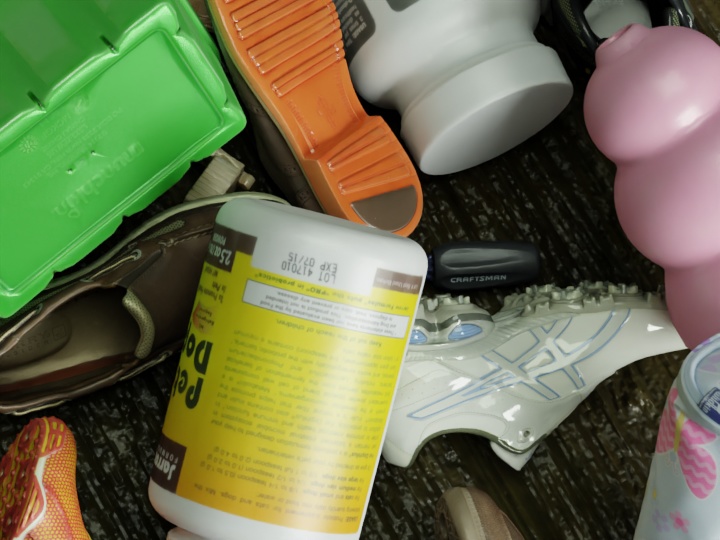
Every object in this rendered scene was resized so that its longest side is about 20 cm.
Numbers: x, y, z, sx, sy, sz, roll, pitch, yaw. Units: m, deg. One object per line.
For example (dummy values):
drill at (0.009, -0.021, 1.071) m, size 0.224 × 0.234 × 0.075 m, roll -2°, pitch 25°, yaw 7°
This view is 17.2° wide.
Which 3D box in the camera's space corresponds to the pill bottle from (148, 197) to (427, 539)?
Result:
pill bottle at (-0.041, 0.071, 1.182) m, size 0.109 × 0.109 × 0.200 m, roll 14°, pitch 93°, yaw -3°

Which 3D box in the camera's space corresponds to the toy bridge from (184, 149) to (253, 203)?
toy bridge at (-0.143, -0.100, 1.293) m, size 0.200 × 0.027 × 0.067 m, roll 32°, pitch 68°, yaw 3°

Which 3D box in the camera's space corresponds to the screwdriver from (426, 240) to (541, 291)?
screwdriver at (0.000, 0.000, 1.285) m, size 0.200 × 0.029 × 0.028 m, roll -2°, pitch 69°, yaw -11°

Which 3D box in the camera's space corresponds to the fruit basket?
fruit basket at (-0.185, -0.103, 1.214) m, size 0.215 × 0.156 × 0.216 m, roll -17°, pitch 44°, yaw 17°

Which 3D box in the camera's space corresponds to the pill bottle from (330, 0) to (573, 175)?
pill bottle at (0.028, -0.160, 1.305) m, size 0.116 × 0.116 × 0.200 m, roll -23°, pitch 74°, yaw -16°

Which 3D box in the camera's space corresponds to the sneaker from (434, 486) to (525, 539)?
sneaker at (0.102, 0.197, 1.206) m, size 0.075 × 0.070 × 0.200 m, roll -19°, pitch 83°, yaw -16°

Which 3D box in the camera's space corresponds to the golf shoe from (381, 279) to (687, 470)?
golf shoe at (0.094, 0.055, 1.268) m, size 0.200 × 0.078 × 0.097 m, roll -6°, pitch 91°, yaw -9°

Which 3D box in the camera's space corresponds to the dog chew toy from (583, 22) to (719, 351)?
dog chew toy at (0.186, -0.038, 1.198) m, size 0.125 × 0.125 × 0.200 m, roll -40°, pitch 99°, yaw -20°

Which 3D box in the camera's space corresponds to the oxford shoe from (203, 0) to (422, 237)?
oxford shoe at (-0.044, -0.096, 1.269) m, size 0.071 × 0.073 × 0.200 m, roll -27°, pitch 92°, yaw -33°

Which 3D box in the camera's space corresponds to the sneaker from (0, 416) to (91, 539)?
sneaker at (-0.153, 0.172, 1.183) m, size 0.077 × 0.073 × 0.200 m, roll 9°, pitch 70°, yaw -29°

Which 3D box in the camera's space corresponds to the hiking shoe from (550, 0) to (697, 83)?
hiking shoe at (0.140, -0.128, 1.273) m, size 0.076 × 0.200 × 0.101 m, roll -26°, pitch 48°, yaw 12°

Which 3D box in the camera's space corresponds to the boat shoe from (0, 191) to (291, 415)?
boat shoe at (-0.114, 0.024, 1.222) m, size 0.202 × 0.075 × 0.075 m, roll -26°, pitch 112°, yaw -11°

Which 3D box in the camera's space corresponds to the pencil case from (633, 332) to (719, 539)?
pencil case at (0.185, 0.122, 1.174) m, size 0.083 × 0.200 × 0.091 m, roll -30°, pitch 55°, yaw -35°

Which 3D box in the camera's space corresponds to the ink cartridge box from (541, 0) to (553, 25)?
ink cartridge box at (0.176, -0.246, 1.378) m, size 0.200 × 0.086 × 0.147 m, roll -18°, pitch 73°, yaw -17°

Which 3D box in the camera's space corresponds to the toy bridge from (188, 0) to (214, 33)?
toy bridge at (-0.152, -0.173, 1.304) m, size 0.200 × 0.067 × 0.027 m, roll 22°, pitch 68°, yaw -13°
